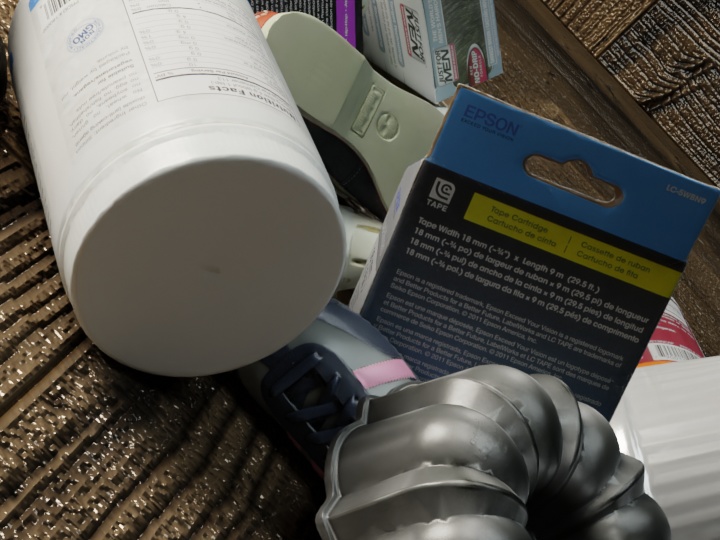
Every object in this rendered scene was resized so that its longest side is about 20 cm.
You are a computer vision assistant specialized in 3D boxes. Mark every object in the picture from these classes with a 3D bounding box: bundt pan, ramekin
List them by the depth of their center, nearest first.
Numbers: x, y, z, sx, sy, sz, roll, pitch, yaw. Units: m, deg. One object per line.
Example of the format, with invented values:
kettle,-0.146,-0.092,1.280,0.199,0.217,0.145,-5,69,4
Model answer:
bundt pan,0.078,0.132,0.772,0.201,0.076,0.203,29,46,-35
ramekin,0.215,0.145,1.038,0.202,0.094,0.204,-17,90,-79

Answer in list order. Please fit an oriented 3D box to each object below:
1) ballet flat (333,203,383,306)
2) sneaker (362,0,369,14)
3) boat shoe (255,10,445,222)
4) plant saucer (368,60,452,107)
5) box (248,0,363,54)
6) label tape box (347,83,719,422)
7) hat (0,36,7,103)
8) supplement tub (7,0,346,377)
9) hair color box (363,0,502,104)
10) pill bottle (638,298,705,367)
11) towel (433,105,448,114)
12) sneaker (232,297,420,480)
ballet flat,0.000,0.000,0.991,0.200,0.071,0.070,31,67,-49
sneaker,-0.053,-0.175,1.135,0.074,0.115,0.200,49,5,-3
boat shoe,-0.002,-0.075,0.968,0.200,0.071,0.062,40,-22,-31
plant saucer,0.058,-0.139,1.367,0.200,0.029,0.200,43,14,-13
box,-0.066,-0.174,0.998,0.200,0.036,0.144,-3,93,-57
label tape box,0.077,0.011,0.876,0.143,0.201,0.063,21,22,-5
hat,-0.223,-0.166,0.818,0.201,0.081,0.201,43,17,-17
supplement tub,-0.093,-0.061,0.812,0.132,0.132,0.200,33,23,-39
hair color box,0.019,-0.207,1.219,0.200,0.060,0.099,41,-31,49
pill bottle,0.196,0.075,1.243,0.113,0.113,0.200,40,18,-23
towel,0.012,-0.088,1.125,0.170,0.048,0.200,11,11,13
sneaker,0.007,0.085,0.832,0.200,0.070,0.082,42,16,-12
